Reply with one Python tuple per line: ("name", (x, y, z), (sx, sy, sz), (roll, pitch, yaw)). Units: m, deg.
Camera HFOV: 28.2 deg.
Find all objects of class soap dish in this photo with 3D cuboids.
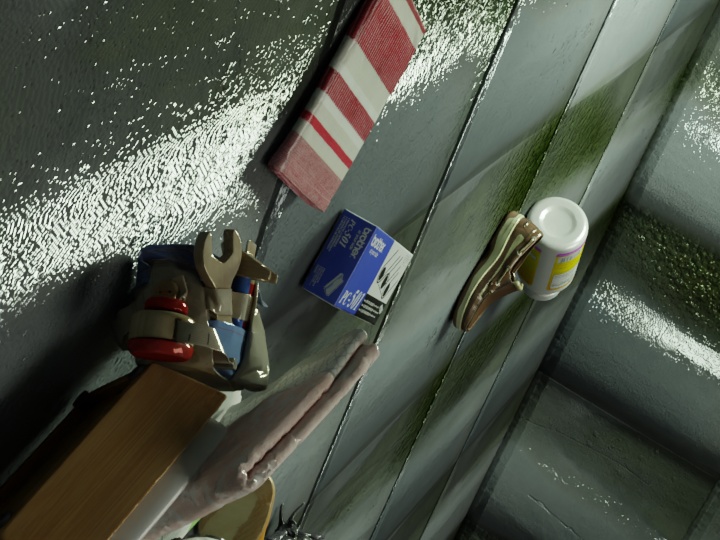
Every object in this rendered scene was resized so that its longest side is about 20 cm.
("soap dish", (-0.201, 0.159, 1.028), (0.200, 0.081, 0.157), (-50, -165, -33))

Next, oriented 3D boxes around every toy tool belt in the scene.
("toy tool belt", (-0.127, 0.018, 1.084), (0.200, 0.124, 0.124), (58, 36, -75))

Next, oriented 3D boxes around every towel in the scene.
("towel", (-0.010, -0.157, 1.266), (0.201, 0.023, 0.144), (-60, 163, -4))
("towel", (-0.094, 0.134, 1.100), (0.200, 0.032, 0.191), (-33, -172, 45))

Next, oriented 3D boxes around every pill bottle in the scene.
("pill bottle", (0.317, -0.029, 2.406), (0.104, 0.104, 0.201), (-52, 164, -26))

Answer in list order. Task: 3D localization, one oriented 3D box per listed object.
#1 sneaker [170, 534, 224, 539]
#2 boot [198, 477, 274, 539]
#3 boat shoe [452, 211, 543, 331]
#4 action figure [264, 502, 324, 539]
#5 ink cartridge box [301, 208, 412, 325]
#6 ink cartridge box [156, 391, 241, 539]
("sneaker", (-0.203, 0.295, 1.246), (0.198, 0.080, 0.074), (-18, 144, 1))
("boot", (-0.135, 0.285, 1.632), (0.202, 0.070, 0.144), (-62, 171, 20))
("boat shoe", (0.215, 0.013, 2.209), (0.204, 0.074, 0.075), (-63, 165, 12))
("action figure", (-0.104, 0.411, 1.886), (0.118, 0.102, 0.202), (8, 73, -45))
("ink cartridge box", (0.000, 0.000, 1.547), (0.095, 0.044, 0.200), (-61, 165, 0))
("ink cartridge box", (-0.169, 0.161, 1.260), (0.117, 0.067, 0.201), (-45, 160, -39))
